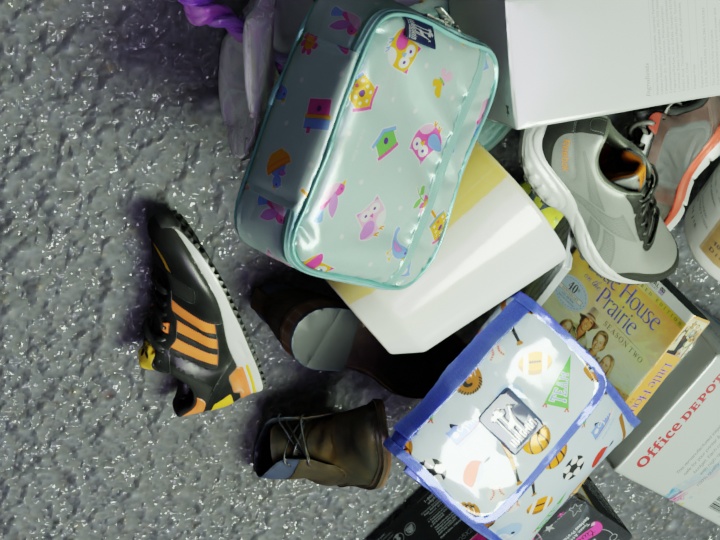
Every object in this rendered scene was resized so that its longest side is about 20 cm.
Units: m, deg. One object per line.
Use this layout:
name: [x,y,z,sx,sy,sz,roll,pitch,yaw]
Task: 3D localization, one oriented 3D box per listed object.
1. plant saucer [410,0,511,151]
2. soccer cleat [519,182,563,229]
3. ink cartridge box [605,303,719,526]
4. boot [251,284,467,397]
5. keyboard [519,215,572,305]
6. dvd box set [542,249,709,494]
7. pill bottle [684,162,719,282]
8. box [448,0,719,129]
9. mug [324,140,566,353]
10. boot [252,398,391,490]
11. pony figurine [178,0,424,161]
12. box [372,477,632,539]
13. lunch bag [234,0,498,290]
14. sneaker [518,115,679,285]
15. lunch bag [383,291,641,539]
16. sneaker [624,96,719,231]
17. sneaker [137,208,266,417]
plant saucer: [0.060,-0.151,1.318,0.200,0.036,0.200,-11,126,-16]
soccer cleat: [0.128,-0.036,1.393,0.200,0.084,0.065,-11,125,-16]
ink cartridge box: [0.312,0.127,1.543,0.200,0.145,0.145,30,107,-35]
boot: [0.002,0.051,1.396,0.200,0.097,0.075,18,99,-37]
keyboard: [0.150,0.005,1.383,0.011,0.056,0.200,8,159,-6]
dvd box set: [0.200,0.076,1.460,0.029,0.146,0.200,17,115,-44]
pill bottle: [0.366,-0.078,1.404,0.114,0.114,0.200,-5,148,-20]
box: [0.182,-0.177,1.242,0.200,0.124,0.098,-11,107,-15]
mug: [0.042,-0.030,1.276,0.153,0.187,0.149,-42,166,-1]
boot: [-0.033,0.155,1.414,0.097,0.075,0.200,-2,164,-12]
pony figurine: [-0.054,-0.182,1.195,0.200,0.167,0.193,-11,94,-12]
box: [0.130,0.256,1.563,0.200,0.132,0.115,-44,131,10]
lunch bag: [0.012,-0.090,1.137,0.160,0.077,0.200,15,100,-46]
sneaker: [0.200,-0.052,1.273,0.079,0.074,0.200,-6,145,38]
lunch bag: [0.118,0.124,1.332,0.170,0.124,0.200,-48,143,-4]
sneaker: [0.241,-0.093,1.395,0.082,0.077,0.200,48,66,-24]
sneaker: [-0.146,0.044,1.340,0.090,0.070,0.200,-28,131,-7]
